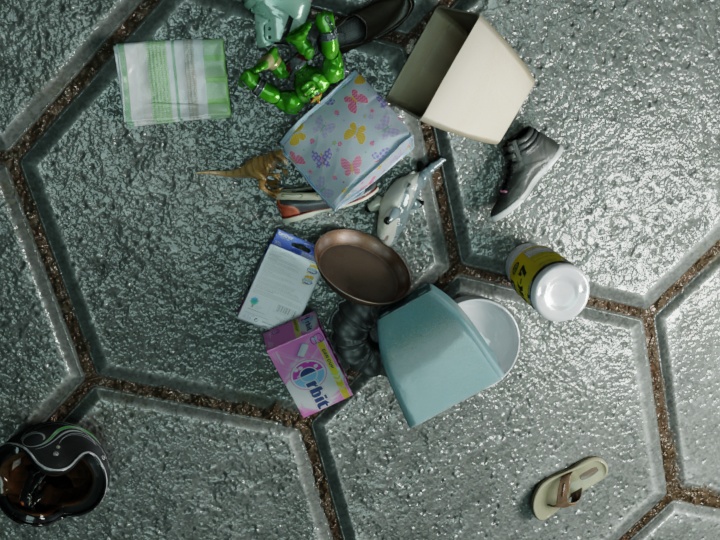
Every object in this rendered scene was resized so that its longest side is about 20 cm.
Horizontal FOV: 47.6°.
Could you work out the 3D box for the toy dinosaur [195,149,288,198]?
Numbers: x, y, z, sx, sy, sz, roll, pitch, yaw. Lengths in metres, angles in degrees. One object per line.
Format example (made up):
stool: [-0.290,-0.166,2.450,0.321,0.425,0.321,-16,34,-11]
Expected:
toy dinosaur: [-0.199,-0.188,1.537,0.199,0.061,0.106,-13,130,35]

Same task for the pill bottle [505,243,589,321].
pill bottle: [0.359,0.016,1.598,0.114,0.200,0.115,-2,106,-7]

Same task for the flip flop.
flip flop: [0.469,0.490,1.823,0.199,0.058,0.081,-32,107,2]

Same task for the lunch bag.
lunch bag: [-0.027,-0.232,1.498,0.200,0.127,0.170,-42,84,-2]

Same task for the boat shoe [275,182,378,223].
boat shoe: [-0.065,-0.148,1.568,0.199,0.071,0.063,-16,105,2]

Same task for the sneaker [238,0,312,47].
sneaker: [-0.193,-0.465,1.452,0.199,0.074,0.119,14,98,-13]

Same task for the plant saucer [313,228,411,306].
plant saucer: [0.000,0.000,1.564,0.199,0.201,0.035,18,128,-12]

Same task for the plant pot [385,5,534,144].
plant pot: [0.193,-0.339,1.488,0.176,0.200,0.201,26,101,-25]

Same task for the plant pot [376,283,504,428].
plant pot: [0.128,0.140,1.531,0.196,0.196,0.201,-30,94,6]

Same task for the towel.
towel: [-0.343,-0.345,1.493,0.199,0.031,0.150,-5,107,-6]

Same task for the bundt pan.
bundt pan: [0.038,0.130,1.655,0.201,0.076,0.203,-2,107,-6]

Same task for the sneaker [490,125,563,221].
sneaker: [0.299,-0.196,1.601,0.099,0.071,0.200,39,92,-14]

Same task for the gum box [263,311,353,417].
gum box: [-0.102,0.194,1.639,0.113,0.066,0.201,-23,122,0]

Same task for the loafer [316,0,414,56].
loafer: [0.015,-0.448,1.488,0.199,0.071,0.073,-33,107,3]

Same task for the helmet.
helmet: [-0.594,0.390,1.588,0.199,0.190,0.201,1,91,29]

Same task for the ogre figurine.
ogre figurine: [-0.105,-0.356,1.445,0.200,0.098,0.120,-43,118,0]

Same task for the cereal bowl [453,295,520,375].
cereal bowl: [0.223,0.142,1.678,0.199,0.083,0.201,-2,106,-6]

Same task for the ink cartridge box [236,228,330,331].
ink cartridge box: [-0.153,0.024,1.618,0.119,0.042,0.201,22,105,-14]

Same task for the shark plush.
shark plush: [0.091,-0.146,1.609,0.083,0.091,0.201,40,77,-35]
